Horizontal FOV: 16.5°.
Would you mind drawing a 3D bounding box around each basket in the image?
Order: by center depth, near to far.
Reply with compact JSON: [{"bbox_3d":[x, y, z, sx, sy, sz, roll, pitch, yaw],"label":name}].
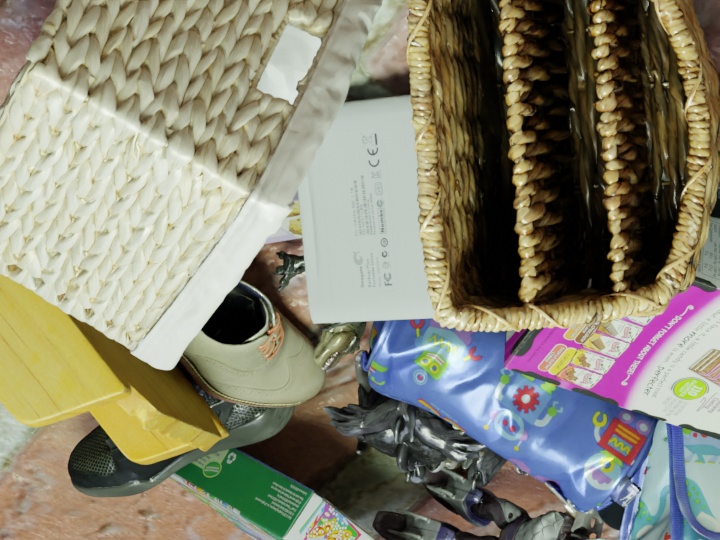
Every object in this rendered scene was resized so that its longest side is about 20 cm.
[{"bbox_3d":[0.114,-0.072,1.320,0.142,0.201,0.149,-2,-177,19],"label":"basket"},{"bbox_3d":[-0.109,-0.090,1.382,0.160,0.199,0.200,28,144,-7],"label":"basket"}]

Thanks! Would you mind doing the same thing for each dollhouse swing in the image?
[{"bbox_3d":[-0.225,0.090,1.607,0.176,0.182,0.200,-41,162,3],"label":"dollhouse swing"}]

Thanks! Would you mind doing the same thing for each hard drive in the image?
[{"bbox_3d":[0.051,-0.039,1.465,0.199,0.133,0.025,-4,-177,35],"label":"hard drive"}]

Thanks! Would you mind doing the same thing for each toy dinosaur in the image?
[{"bbox_3d":[0.000,0.000,1.623,0.088,0.048,0.200,9,148,-28],"label":"toy dinosaur"}]

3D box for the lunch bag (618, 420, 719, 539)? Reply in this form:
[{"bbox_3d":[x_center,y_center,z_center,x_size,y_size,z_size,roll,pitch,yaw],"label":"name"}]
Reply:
[{"bbox_3d":[0.265,0.169,1.626,0.169,0.201,0.127,3,-175,-16],"label":"lunch bag"}]

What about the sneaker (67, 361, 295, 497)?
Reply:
[{"bbox_3d":[-0.153,0.094,1.772,0.199,0.077,0.114,-23,132,34],"label":"sneaker"}]

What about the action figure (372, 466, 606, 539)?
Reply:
[{"bbox_3d":[0.103,0.189,1.768,0.199,0.130,0.069,9,150,52],"label":"action figure"}]

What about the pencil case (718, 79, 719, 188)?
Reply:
[{"bbox_3d":[0.296,-0.052,1.439,0.199,0.086,0.092,23,173,-19],"label":"pencil case"}]

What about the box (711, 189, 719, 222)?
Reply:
[{"bbox_3d":[0.171,0.002,1.578,0.157,0.051,0.200,12,145,-5],"label":"box"}]

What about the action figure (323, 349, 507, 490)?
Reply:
[{"bbox_3d":[0.047,0.091,1.680,0.118,0.103,0.200,6,169,15],"label":"action figure"}]

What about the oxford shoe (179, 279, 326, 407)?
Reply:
[{"bbox_3d":[-0.079,0.047,1.658,0.074,0.071,0.200,4,163,40],"label":"oxford shoe"}]

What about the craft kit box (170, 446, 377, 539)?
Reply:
[{"bbox_3d":[-0.039,0.195,1.825,0.197,0.049,0.200,38,171,-36],"label":"craft kit box"}]

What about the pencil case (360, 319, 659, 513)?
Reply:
[{"bbox_3d":[0.093,0.079,1.574,0.199,0.087,0.078,31,180,2],"label":"pencil case"}]

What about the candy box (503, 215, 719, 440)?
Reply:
[{"bbox_3d":[0.205,0.032,1.513,0.199,0.061,0.137,20,140,-13],"label":"candy box"}]

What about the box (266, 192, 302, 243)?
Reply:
[{"bbox_3d":[-0.031,-0.047,1.567,0.199,0.039,0.041,-8,141,25],"label":"box"}]

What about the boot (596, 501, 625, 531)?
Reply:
[{"bbox_3d":[0.242,0.107,1.709,0.199,0.097,0.075,-18,114,-5],"label":"boot"}]
